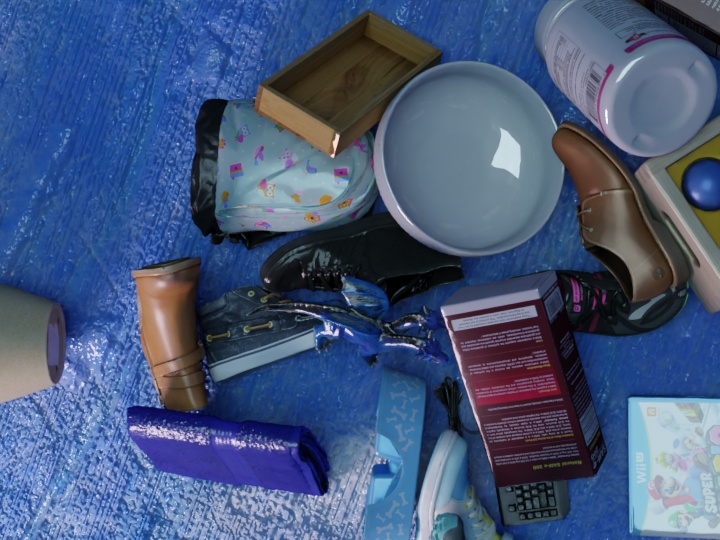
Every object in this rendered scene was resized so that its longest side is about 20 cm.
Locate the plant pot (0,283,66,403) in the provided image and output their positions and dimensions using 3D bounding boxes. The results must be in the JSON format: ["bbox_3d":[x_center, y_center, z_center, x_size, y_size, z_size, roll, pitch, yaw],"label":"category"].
[{"bbox_3d":[-0.440,0.083,1.430,0.199,0.187,0.188,1,90,0],"label":"plant pot"}]

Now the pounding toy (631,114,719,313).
[{"bbox_3d":[0.392,-0.060,1.206,0.184,0.142,0.200,-32,82,-4],"label":"pounding toy"}]

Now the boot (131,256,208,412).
[{"bbox_3d":[-0.198,0.074,1.353,0.076,0.200,0.156,-9,80,-23],"label":"boot"}]

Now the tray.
[{"bbox_3d":[-0.009,-0.195,1.306,0.098,0.200,0.037,32,135,16],"label":"tray"}]

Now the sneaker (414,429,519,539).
[{"bbox_3d":[0.124,0.262,1.311,0.130,0.080,0.201,11,114,12],"label":"sneaker"}]

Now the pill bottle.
[{"bbox_3d":[0.247,-0.200,1.225,0.113,0.200,0.114,-8,122,-12],"label":"pill bottle"}]

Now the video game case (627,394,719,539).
[{"bbox_3d":[0.372,0.199,1.288,0.199,0.018,0.144,-1,90,15],"label":"video game case"}]

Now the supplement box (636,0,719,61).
[{"bbox_3d":[0.393,-0.301,1.227,0.200,0.133,0.198,32,97,12],"label":"supplement box"}]

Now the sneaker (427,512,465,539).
[{"bbox_3d":[0.112,0.321,1.261,0.091,0.078,0.201,-2,120,10],"label":"sneaker"}]

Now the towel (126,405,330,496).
[{"bbox_3d":[-0.138,0.187,1.364,0.199,0.148,0.050,6,61,14],"label":"towel"}]

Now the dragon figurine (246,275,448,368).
[{"bbox_3d":[-0.006,0.047,1.278,0.199,0.099,0.059,23,60,-8],"label":"dragon figurine"}]

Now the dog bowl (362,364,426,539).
[{"bbox_3d":[0.035,0.201,1.332,0.049,0.111,0.201,7,91,0],"label":"dog bowl"}]

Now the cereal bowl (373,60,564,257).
[{"bbox_3d":[0.103,-0.110,1.308,0.199,0.083,0.201,1,86,-17],"label":"cereal bowl"}]

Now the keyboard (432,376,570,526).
[{"bbox_3d":[0.146,0.169,1.346,0.127,0.021,0.201,-9,86,14],"label":"keyboard"}]

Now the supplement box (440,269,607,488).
[{"bbox_3d":[0.164,0.110,1.266,0.109,0.061,0.201,-11,103,28],"label":"supplement box"}]

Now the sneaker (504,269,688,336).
[{"bbox_3d":[0.231,0.033,1.291,0.199,0.084,0.077,-7,88,15],"label":"sneaker"}]

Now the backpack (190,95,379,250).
[{"bbox_3d":[-0.076,-0.106,1.351,0.199,0.127,0.168,2,87,11],"label":"backpack"}]

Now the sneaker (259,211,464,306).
[{"bbox_3d":[0.000,0.002,1.335,0.199,0.060,0.104,-21,54,-5],"label":"sneaker"}]

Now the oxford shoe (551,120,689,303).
[{"bbox_3d":[0.238,-0.059,1.251,0.071,0.071,0.200,-28,73,-9],"label":"oxford shoe"}]

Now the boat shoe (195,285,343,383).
[{"bbox_3d":[-0.086,0.049,1.380,0.200,0.071,0.091,-20,84,14],"label":"boat shoe"}]
